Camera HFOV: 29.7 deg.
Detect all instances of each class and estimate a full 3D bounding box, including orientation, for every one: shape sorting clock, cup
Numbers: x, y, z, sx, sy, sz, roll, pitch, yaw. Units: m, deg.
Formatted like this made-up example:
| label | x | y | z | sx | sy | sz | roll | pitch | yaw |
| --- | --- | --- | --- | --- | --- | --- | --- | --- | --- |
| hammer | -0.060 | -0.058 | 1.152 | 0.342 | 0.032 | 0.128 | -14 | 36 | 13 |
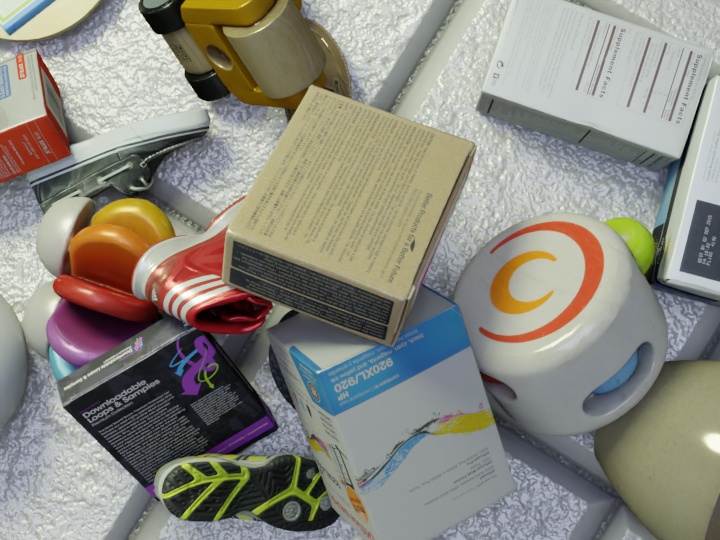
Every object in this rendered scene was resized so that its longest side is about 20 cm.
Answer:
| label | x | y | z | sx | sy | sz | roll | pitch | yaw |
| --- | --- | --- | --- | --- | --- | --- | --- | --- | --- |
| shape sorting clock | -0.340 | -0.332 | 1.390 | 0.198 | 0.039 | 0.202 | 0 | 87 | 3 |
| cup | 0.306 | 0.165 | 1.281 | 0.143 | 0.200 | 0.201 | 25 | 87 | 31 |

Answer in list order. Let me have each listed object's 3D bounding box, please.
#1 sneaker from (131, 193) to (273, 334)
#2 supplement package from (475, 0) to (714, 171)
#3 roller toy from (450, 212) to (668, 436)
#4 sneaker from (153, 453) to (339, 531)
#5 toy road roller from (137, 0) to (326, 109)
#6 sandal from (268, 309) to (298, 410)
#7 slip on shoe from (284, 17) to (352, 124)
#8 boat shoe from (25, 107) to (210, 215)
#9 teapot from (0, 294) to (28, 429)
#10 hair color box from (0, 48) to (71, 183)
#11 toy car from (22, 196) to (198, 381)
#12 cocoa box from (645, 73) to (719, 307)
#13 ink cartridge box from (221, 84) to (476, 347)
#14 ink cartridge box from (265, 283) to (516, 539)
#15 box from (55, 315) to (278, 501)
| label | x | y | z | sx | sy | sz | roll | pitch | yaw |
| --- | --- | --- | --- | --- | --- | --- | --- | --- | --- |
| sneaker | -0.099 | 0.002 | 1.232 | 0.115 | 0.079 | 0.199 | 36 | 49 | 28 |
| supplement package | 0.224 | -0.184 | 1.326 | 0.198 | 0.114 | 0.110 | 19 | 88 | 2 |
| roller toy | 0.184 | 0.054 | 1.268 | 0.199 | 0.140 | 0.183 | -11 | 46 | 30 |
| sneaker | -0.106 | 0.206 | 1.321 | 0.199 | 0.076 | 0.076 | 13 | 90 | -28 |
| toy road roller | -0.102 | -0.251 | 1.310 | 0.199 | 0.123 | 0.146 | 16 | 60 | 43 |
| sandal | -0.029 | 0.128 | 1.356 | 0.075 | 0.045 | 0.201 | -29 | 101 | 4 |
| slip on shoe | -0.045 | -0.171 | 1.335 | 0.075 | 0.061 | 0.202 | -7 | 66 | -2 |
| boat shoe | -0.236 | -0.106 | 1.366 | 0.199 | 0.072 | 0.071 | -19 | 94 | 12 |
| teapot | -0.428 | 0.094 | 1.301 | 0.196 | 0.146 | 0.202 | -21 | 86 | 14 |
| hair color box | -0.395 | -0.132 | 1.344 | 0.199 | 0.064 | 0.111 | -22 | 48 | 1 |
| toy car | -0.239 | 0.038 | 1.294 | 0.174 | 0.150 | 0.201 | 17 | 113 | 2 |
| cocoa box | 0.363 | -0.066 | 1.305 | 0.132 | 0.131 | 0.202 | 15 | 87 | 2 |
| ink cartridge box | -0.008 | -0.051 | 1.183 | 0.164 | 0.075 | 0.201 | 21 | 50 | 6 |
| ink cartridge box | 0.028 | 0.129 | 1.249 | 0.144 | 0.147 | 0.201 | -25 | 111 | -16 |
| box | -0.178 | 0.129 | 1.289 | 0.142 | 0.200 | 0.036 | -30 | 51 | -1 |
